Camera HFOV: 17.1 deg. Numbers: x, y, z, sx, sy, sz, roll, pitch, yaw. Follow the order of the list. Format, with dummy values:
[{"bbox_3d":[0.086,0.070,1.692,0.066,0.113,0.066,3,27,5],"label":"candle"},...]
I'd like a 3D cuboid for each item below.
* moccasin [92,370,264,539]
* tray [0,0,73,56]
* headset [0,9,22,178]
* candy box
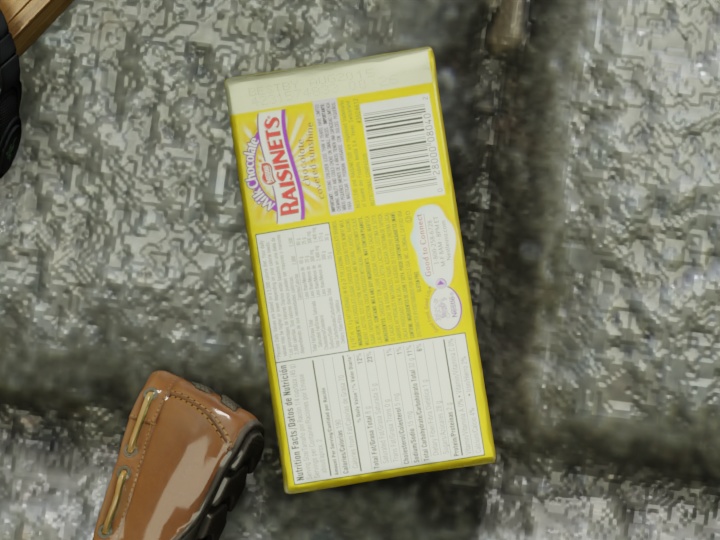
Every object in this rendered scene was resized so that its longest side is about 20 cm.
[{"bbox_3d":[-0.119,0.144,1.117,0.078,0.074,0.202,24,92,13],"label":"moccasin"},{"bbox_3d":[-0.148,-0.195,1.152,0.099,0.037,0.200,44,91,4],"label":"tray"},{"bbox_3d":[-0.216,-0.053,1.109,0.123,0.094,0.200,-6,110,15],"label":"headset"},{"bbox_3d":[0.000,0.000,1.140,0.102,0.026,0.200,-9,87,5],"label":"candy box"}]
